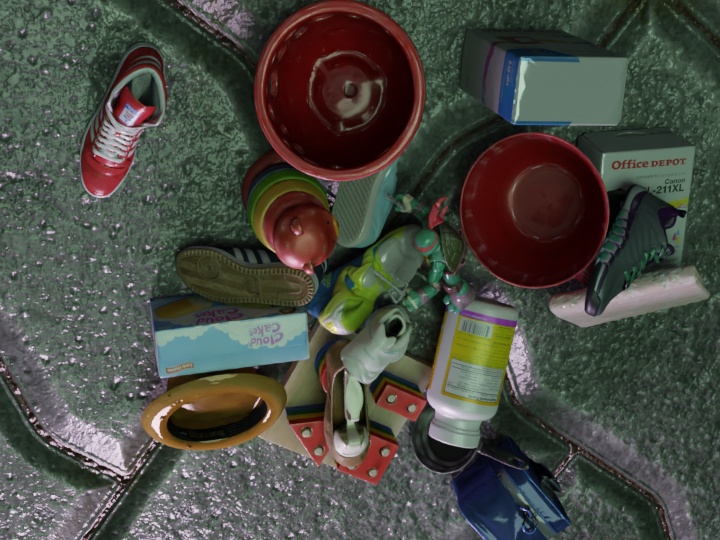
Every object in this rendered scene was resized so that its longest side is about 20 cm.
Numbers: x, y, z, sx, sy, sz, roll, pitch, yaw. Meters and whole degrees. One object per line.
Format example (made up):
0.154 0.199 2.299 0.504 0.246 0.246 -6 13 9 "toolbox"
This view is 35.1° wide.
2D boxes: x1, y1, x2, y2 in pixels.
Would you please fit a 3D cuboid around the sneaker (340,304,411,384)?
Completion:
0.041 0.084 1.518 0.070 0.200 0.080 44 113 0 "sneaker"

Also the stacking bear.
-0.082 -0.067 1.415 0.112 0.200 0.123 -13 116 -9 "stacking bear"

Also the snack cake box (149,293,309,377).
-0.174 0.076 1.498 0.196 0.115 0.068 -7 110 -12 "snack cake box"

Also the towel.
0.376 0.036 1.576 0.197 0.190 0.033 -16 76 21 "towel"

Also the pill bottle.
0.152 0.140 1.596 0.102 0.104 0.204 12 94 -19 "pill bottle"

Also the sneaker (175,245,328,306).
-0.138 -0.008 1.508 0.196 0.109 0.071 9 117 15 "sneaker"

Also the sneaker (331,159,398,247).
0.019 -0.127 1.503 0.082 0.073 0.203 10 103 -64 "sneaker"

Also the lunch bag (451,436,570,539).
0.226 0.333 1.669 0.132 0.200 0.136 -41 95 3 "lunch bag"

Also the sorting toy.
-0.015 0.197 1.620 0.196 0.070 0.202 25 105 -23 "sorting toy"

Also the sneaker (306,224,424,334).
0.000 0.000 1.543 0.200 0.104 0.077 -42 127 -29 "sneaker"

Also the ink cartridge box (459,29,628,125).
0.223 -0.245 1.422 0.142 0.200 0.086 -2 110 -14 "ink cartridge box"

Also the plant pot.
-0.021 -0.215 1.361 0.196 0.183 0.205 0 100 1 "plant pot"

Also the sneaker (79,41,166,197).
-0.287 -0.168 1.366 0.070 0.113 0.203 18 107 -21 "sneaker"

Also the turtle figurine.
0.092 -0.019 1.475 0.200 0.099 0.153 34 59 -59 "turtle figurine"

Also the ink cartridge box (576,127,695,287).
0.376 -0.087 1.594 0.143 0.083 0.204 -6 114 -12 "ink cartridge box"

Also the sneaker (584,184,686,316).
0.356 -0.020 1.470 0.086 0.075 0.202 22 65 14 "sneaker"

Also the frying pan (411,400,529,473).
0.159 0.234 1.644 0.187 0.117 0.031 -7 161 28 "frying pan"

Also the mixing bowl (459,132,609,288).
0.239 -0.085 1.525 0.196 0.108 0.204 3 100 19 "mixing bowl"

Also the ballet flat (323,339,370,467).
-0.014 0.193 1.540 0.066 0.073 0.204 -4 114 -12 "ballet flat"

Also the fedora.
-0.199 0.167 1.535 0.197 0.083 0.202 -9 145 -7 "fedora"
